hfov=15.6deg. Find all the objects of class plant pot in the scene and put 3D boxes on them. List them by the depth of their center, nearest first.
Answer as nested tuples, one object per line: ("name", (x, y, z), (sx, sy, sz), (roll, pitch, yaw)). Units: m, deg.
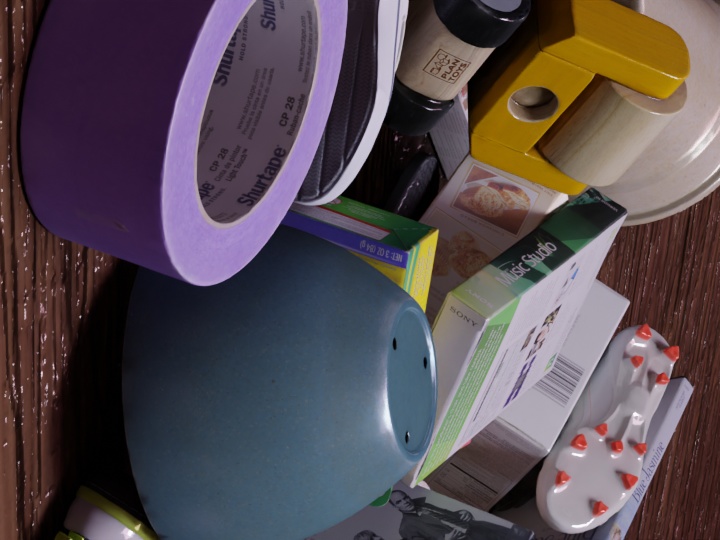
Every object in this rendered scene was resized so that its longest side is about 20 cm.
("plant pot", (-0.033, 0.064, 1.489), (0.200, 0.135, 0.200), (-2, 90, -70))
("plant pot", (0.166, -0.158, 1.869), (0.183, 0.200, 0.201), (42, 68, -57))

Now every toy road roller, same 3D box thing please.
("toy road roller", (0.103, -0.155, 1.673), (0.123, 0.200, 0.146), (-49, -153, 41))

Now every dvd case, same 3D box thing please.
("dvd case", (-0.011, 0.187, 1.652), (0.150, 0.200, 0.025), (-56, 157, -36))
("dvd case", (0.158, 0.162, 1.964), (0.018, 0.143, 0.200), (52, 46, -23))

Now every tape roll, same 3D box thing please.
("tape roll", (-0.088, -0.099, 1.358), (0.200, 0.085, 0.200), (-54, 154, -42))

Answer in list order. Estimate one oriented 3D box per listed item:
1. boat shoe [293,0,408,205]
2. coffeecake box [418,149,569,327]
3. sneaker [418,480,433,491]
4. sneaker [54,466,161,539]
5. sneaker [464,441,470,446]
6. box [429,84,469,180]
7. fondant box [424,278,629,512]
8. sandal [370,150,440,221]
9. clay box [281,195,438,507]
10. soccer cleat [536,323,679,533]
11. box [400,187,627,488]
("boat shoe", (0.000, -0.135, 1.571), (0.067, 0.073, 0.200), (1, 106, -67))
("coffeecake box", (0.058, 0.027, 1.769), (0.200, 0.073, 0.154), (-54, 165, -8))
("sneaker", (0.004, 0.216, 1.750), (0.199, 0.130, 0.080), (-2, 135, -48))
("sneaker", (-0.135, 0.187, 1.533), (0.083, 0.072, 0.200), (-54, 146, -18))
("sneaker", (0.029, 0.119, 1.864), (0.200, 0.090, 0.078), (-64, 161, -14))
("box", (0.068, -0.116, 1.827), (0.039, 0.041, 0.200), (-65, 159, -17))
("fondant box", (0.117, 0.098, 1.976), (0.144, 0.058, 0.200), (-59, -177, -28))
("sandal", (0.000, 0.000, 1.762), (0.075, 0.045, 0.200), (-37, 156, -49))
("clay box", (-0.025, 0.053, 1.618), (0.048, 0.115, 0.200), (-37, 141, -57))
("soccer cleat", (0.174, 0.122, 1.922), (0.078, 0.069, 0.200), (-40, -165, 50))
("box", (0.092, 0.041, 1.700), (0.200, 0.036, 0.144), (-36, 154, -53))
